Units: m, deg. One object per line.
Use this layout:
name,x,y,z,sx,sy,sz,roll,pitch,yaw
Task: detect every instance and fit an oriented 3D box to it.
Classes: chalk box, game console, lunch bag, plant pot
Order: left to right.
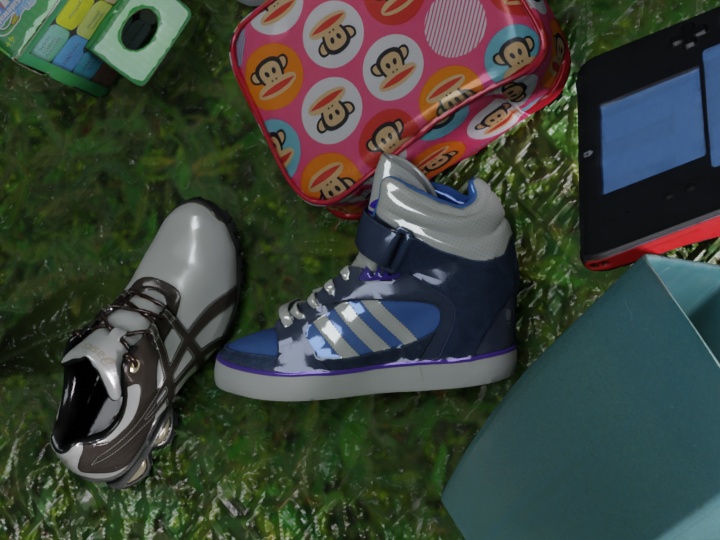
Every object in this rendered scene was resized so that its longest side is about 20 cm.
chalk box,-0.203,-0.204,1.678,0.200,0.124,0.125,39,97,23
lunch bag,0.017,-0.148,1.602,0.200,0.082,0.177,-32,70,15
plant pot,0.157,0.109,1.475,0.200,0.141,0.142,-40,69,21
game console,0.209,-0.091,1.483,0.176,0.031,0.200,-17,36,18

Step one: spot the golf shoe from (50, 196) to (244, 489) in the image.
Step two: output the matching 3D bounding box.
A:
golf shoe,-0.140,0.044,1.629,0.077,0.094,0.201,19,87,25

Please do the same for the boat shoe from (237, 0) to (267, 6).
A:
boat shoe,-0.092,-0.276,1.675,0.073,0.068,0.200,-12,77,20

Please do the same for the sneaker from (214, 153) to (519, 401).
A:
sneaker,0.000,0.000,1.566,0.199,0.081,0.147,-3,100,13
